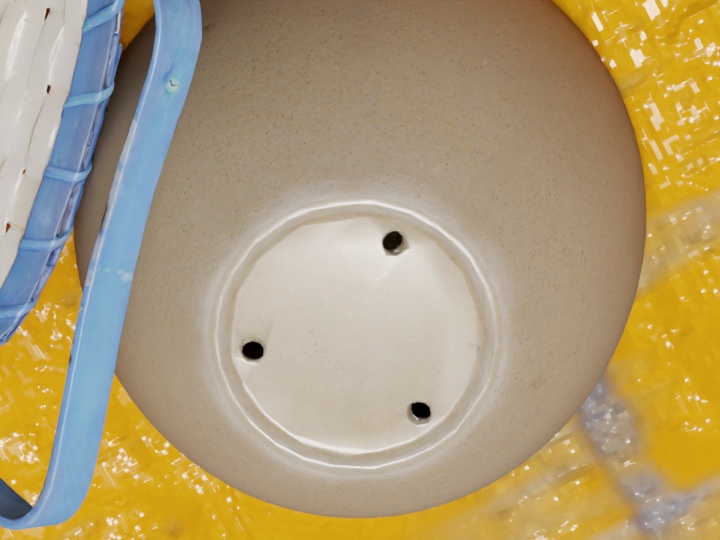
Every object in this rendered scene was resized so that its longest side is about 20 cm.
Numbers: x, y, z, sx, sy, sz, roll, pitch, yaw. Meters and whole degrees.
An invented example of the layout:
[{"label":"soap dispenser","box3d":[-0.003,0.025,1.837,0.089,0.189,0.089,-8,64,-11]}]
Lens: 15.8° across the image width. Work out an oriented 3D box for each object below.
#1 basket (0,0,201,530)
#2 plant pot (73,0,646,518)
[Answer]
[{"label":"basket","box3d":[-0.134,-0.035,0.803,0.200,0.139,0.177,27,108,36]},{"label":"plant pot","box3d":[0.000,0.000,0.847,0.200,0.134,0.201,0,108,0]}]
